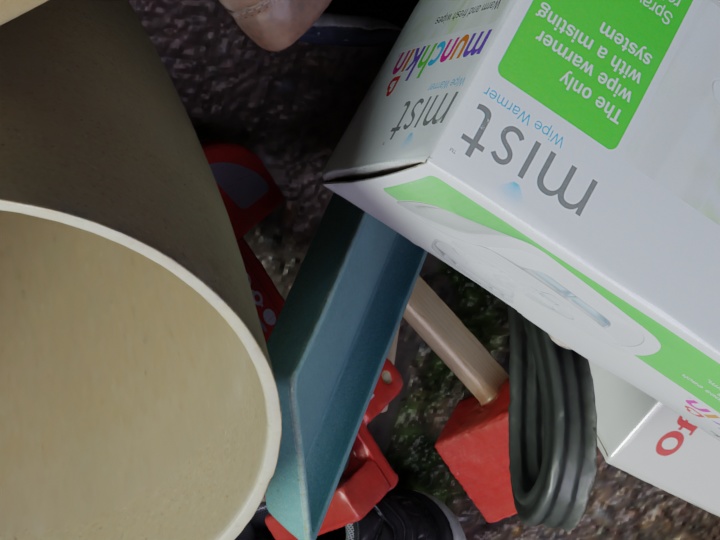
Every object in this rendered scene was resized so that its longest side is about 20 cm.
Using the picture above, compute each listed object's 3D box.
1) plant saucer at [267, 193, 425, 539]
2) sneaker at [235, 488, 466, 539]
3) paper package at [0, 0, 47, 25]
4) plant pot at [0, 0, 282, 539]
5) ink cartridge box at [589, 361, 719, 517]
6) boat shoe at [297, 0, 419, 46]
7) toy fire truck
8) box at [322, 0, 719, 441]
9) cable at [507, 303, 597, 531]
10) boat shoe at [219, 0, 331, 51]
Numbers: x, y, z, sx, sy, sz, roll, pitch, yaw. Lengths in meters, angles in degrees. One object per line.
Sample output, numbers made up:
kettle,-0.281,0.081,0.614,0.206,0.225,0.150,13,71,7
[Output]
plant saucer,0.000,0.000,0.737,0.019,0.200,0.070,5,129,14
sneaker,-0.054,0.149,0.877,0.200,0.076,0.114,-40,147,3
paper package,-0.108,-0.154,0.584,0.199,0.191,0.104,-26,126,0
plant pot,-0.122,-0.023,0.655,0.186,0.201,0.188,-3,136,-3
ink cartridge box,0.164,0.017,0.848,0.199,0.125,0.129,28,111,-32
boat shoe,0.046,-0.115,0.731,0.199,0.093,0.075,-8,126,-15
toy fire truck,-0.005,0.028,0.811,0.049,0.141,0.201,-26,100,41
box,0.119,-0.051,0.661,0.199,0.097,0.177,33,77,-17
cable,0.070,-0.007,0.745,0.050,0.201,0.097,9,133,-23
boat shoe,0.011,-0.140,0.655,0.072,0.200,0.072,-14,120,43
